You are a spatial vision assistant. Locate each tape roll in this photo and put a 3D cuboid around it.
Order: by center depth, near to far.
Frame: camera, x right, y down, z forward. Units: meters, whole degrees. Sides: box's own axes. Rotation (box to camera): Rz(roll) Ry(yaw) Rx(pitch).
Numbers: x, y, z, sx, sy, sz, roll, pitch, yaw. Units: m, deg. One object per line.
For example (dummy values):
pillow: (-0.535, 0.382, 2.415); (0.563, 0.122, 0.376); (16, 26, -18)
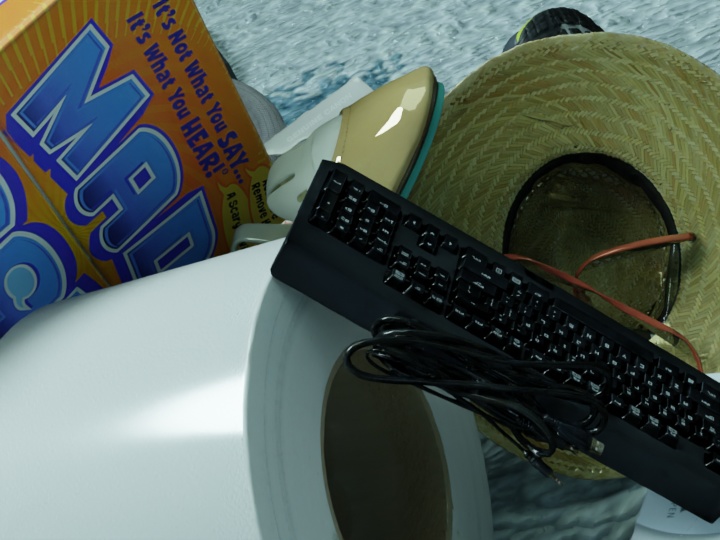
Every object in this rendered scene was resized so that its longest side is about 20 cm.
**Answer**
tape roll: (-0.047, 0.095, 0.599); (0.138, 0.204, 0.203); (-15, 30, 25)

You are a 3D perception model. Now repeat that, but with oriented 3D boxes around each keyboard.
keyboard: (0.066, 0.024, 0.541); (0.040, 0.199, 0.104); (-57, 8, 38)

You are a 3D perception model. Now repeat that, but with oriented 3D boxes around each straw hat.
straw hat: (0.108, -0.005, 0.702); (0.200, 0.202, 0.085); (-26, -6, 4)

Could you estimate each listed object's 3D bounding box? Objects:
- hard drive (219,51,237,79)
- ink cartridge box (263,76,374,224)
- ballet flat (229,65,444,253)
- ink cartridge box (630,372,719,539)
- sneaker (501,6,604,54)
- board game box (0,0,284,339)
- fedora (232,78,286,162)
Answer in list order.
hard drive: (-0.198, -0.177, 1.386); (0.139, 0.033, 0.200); (-31, 28, -3)
ink cartridge box: (0.000, 0.000, 0.803); (0.160, 0.050, 0.200); (-37, 52, -13)
ballet flat: (-0.024, -0.016, 0.668); (0.069, 0.062, 0.201); (-83, 14, -48)
ink cartridge box: (0.196, 0.097, 0.532); (0.199, 0.047, 0.160); (-11, 32, 36)
sneaker: (0.121, -0.073, 0.784); (0.081, 0.200, 0.074); (-37, 60, 17)
board game box: (-0.190, -0.063, 0.680); (0.199, 0.201, 0.200); (34, 72, 33)
fedora: (-0.115, -0.037, 1.005); (0.176, 0.091, 0.200); (-34, 38, -4)
